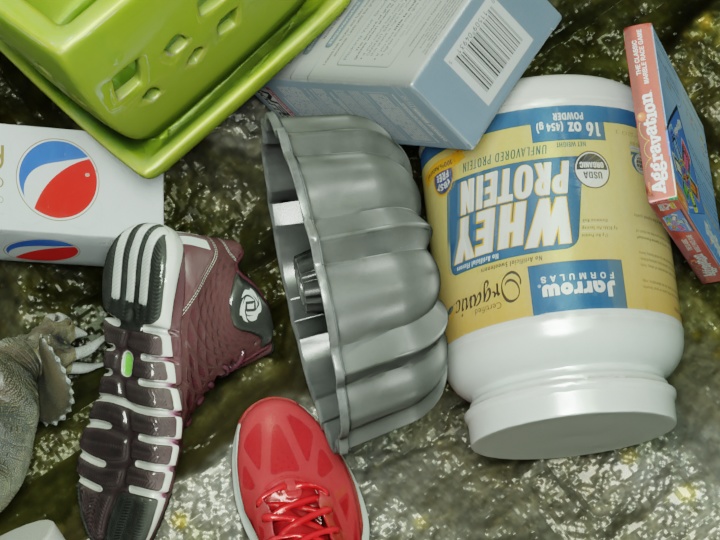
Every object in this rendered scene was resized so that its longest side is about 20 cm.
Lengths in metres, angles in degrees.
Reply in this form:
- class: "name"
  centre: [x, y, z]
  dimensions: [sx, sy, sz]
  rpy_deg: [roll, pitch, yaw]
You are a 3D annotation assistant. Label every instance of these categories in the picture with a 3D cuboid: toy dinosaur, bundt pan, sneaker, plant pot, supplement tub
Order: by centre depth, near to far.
- class: "sneaker"
  centre: [-0.023, 0.158, 1.414]
  dimensions: [0.078, 0.116, 0.201]
  rpy_deg: [-18, 76, -8]
- class: "bundt pan"
  centre: [0.000, 0.000, 1.416]
  dimensions: [0.075, 0.202, 0.203]
  rpy_deg: [-13, 75, -7]
- class: "plant pot"
  centre: [-0.132, -0.185, 1.420]
  dimensions: [0.199, 0.182, 0.200]
  rpy_deg: [-43, 59, -11]
- class: "toy dinosaur"
  centre: [-0.230, 0.100, 1.436]
  dimensions: [0.102, 0.077, 0.201]
  rpy_deg: [27, 77, -3]
- class: "supplement tub"
  centre: [0.114, 0.000, 1.453]
  dimensions: [0.143, 0.145, 0.202]
  rpy_deg: [-5, 74, -5]
- class: "sneaker"
  centre: [-0.099, 0.073, 1.461]
  dimensions: [0.075, 0.115, 0.202]
  rpy_deg: [17, 102, 43]

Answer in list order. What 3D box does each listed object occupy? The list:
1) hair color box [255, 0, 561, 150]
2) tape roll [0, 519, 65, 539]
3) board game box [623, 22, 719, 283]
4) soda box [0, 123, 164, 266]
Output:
- class: "hair color box"
  centre: [0.020, -0.132, 1.459]
  dimensions: [0.061, 0.199, 0.099]
  rpy_deg: [43, 73, -28]
- class: "tape roll"
  centre: [-0.242, 0.207, 1.344]
  dimensions: [0.202, 0.203, 0.037]
  rpy_deg: [-34, 98, -12]
- class: "board game box"
  centre: [0.187, -0.064, 1.451]
  dimensions: [0.019, 0.200, 0.104]
  rpy_deg: [-12, 73, 13]
- class: "soda box"
  centre: [-0.218, -0.046, 1.463]
  dimensions: [0.198, 0.064, 0.069]
  rpy_deg: [4, 73, -18]
